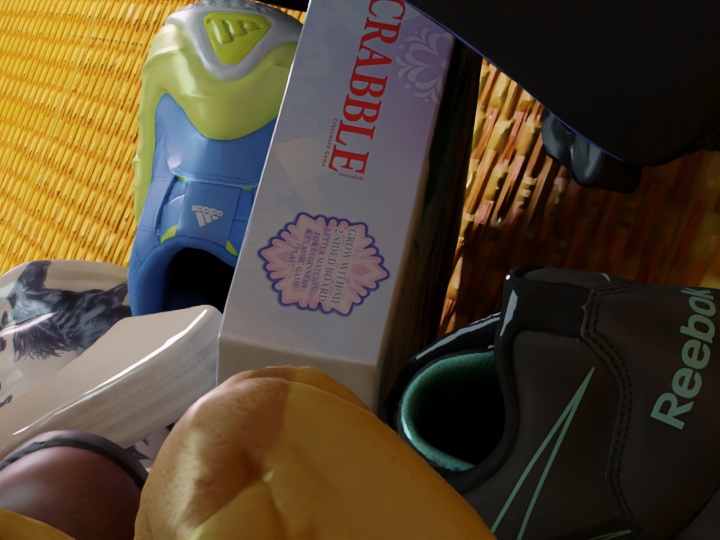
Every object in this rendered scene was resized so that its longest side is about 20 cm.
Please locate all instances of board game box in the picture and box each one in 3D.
[{"bbox_3d":[0.000,0.000,0.780,0.200,0.041,0.200,94,-172,-54],"label":"board game box"}]

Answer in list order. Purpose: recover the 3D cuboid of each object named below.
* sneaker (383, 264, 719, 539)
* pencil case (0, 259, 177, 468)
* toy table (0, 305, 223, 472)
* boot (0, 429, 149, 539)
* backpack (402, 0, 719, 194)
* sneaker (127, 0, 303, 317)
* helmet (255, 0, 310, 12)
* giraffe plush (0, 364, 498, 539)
[{"bbox_3d":[0.035,0.047,0.669,0.200,0.079,0.076,131,154,-56],"label":"sneaker"},{"bbox_3d":[-0.081,0.085,0.942,0.090,0.077,0.201,92,166,-46],"label":"pencil case"},{"bbox_3d":[-0.121,0.056,0.794,0.183,0.201,0.117,5,41,46],"label":"toy table"},{"bbox_3d":[-0.112,0.137,0.625,0.189,0.068,0.200,-55,0,13],"label":"boot"},{"bbox_3d":[0.057,-0.150,0.691,0.134,0.182,0.200,-41,19,45],"label":"backpack"},{"bbox_3d":[-0.045,0.004,0.924,0.200,0.075,0.105,80,-161,-60],"label":"sneaker"},{"bbox_3d":[0.001,-0.177,0.880,0.200,0.190,0.201,-37,48,57],"label":"helmet"},{"bbox_3d":[-0.016,0.115,0.583,0.162,0.199,0.173,145,119,-69],"label":"giraffe plush"}]
